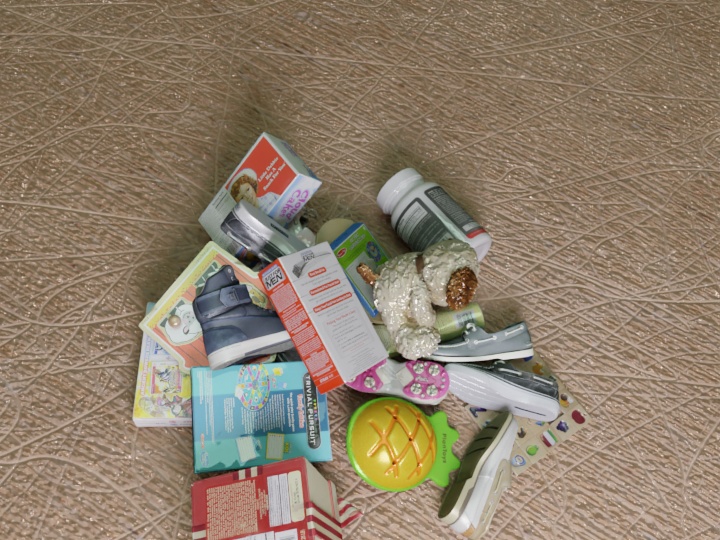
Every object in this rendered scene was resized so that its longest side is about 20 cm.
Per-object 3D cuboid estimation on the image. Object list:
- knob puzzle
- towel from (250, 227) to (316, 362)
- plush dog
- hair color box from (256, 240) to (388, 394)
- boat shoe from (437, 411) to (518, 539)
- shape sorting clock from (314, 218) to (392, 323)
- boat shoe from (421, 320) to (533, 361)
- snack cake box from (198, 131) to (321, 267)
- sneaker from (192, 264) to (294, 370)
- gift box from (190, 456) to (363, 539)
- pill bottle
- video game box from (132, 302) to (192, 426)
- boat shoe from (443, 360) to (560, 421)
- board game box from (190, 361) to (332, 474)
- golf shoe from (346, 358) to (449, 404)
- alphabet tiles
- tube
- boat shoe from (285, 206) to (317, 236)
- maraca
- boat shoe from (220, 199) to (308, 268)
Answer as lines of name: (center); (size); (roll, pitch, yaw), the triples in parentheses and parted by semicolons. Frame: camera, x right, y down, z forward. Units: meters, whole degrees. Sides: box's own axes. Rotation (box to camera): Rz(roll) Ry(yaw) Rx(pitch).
knob puzzle: (-0.212, 0.079, 1.107); (0.219, 0.030, 0.220); (2, 79, -8)
towel: (-0.094, 0.053, 1.178); (0.191, 0.032, 0.200); (-38, 85, -26)
plush dog: (0.104, 0.012, 1.105); (0.171, 0.161, 0.200); (-28, 28, 20)
hair color box: (-0.054, 0.067, 1.050); (0.111, 0.064, 0.200); (-22, 83, -49)
boat shoe: (0.192, 0.308, 1.075); (0.068, 0.075, 0.200); (39, 64, -4)
shape sorting clock: (0.000, 0.000, 1.201); (0.200, 0.039, 0.200); (32, 42, -34)
boat shoe: (0.187, 0.116, 1.165); (0.199, 0.073, 0.062); (-2, 87, -14)
snack cake box: (-0.174, -0.118, 1.213); (0.200, 0.067, 0.115); (-49, 61, 17)
sneaker: (-0.156, 0.055, 1.074); (0.202, 0.077, 0.147); (-11, 71, -40)
gift box: (-0.100, 0.367, 0.938); (0.199, 0.187, 0.185); (-10, 58, 7)
pill bottle: (0.128, -0.084, 1.269); (0.116, 0.116, 0.200); (-33, 67, -22)
video game box: (-0.257, 0.149, 1.136); (0.182, 0.047, 0.201); (3, 59, -8)
boat shoe: (0.225, 0.183, 1.148); (0.199, 0.072, 0.071); (20, 50, -5)
board game box: (-0.149, 0.216, 1.061); (0.199, 0.047, 0.151); (-1, 73, -16)
golf shoe: (0.044, 0.174, 1.132); (0.199, 0.092, 0.075); (14, 67, 16)
alphabet tiles: (0.254, 0.209, 1.171); (0.167, 0.008, 0.200); (-29, 66, -20)
tube: (0.107, 0.101, 1.200); (0.199, 0.058, 0.052); (-14, 96, -7)
boat shoe: (-0.120, -0.090, 1.274); (0.086, 0.075, 0.202); (-16, 65, -14)
maraca: (0.067, 0.262, 1.070); (0.200, 0.107, 0.138); (12, 69, -26)
boat shoe: (-0.135, -0.026, 1.143); (0.200, 0.068, 0.072); (38, 16, -19)
